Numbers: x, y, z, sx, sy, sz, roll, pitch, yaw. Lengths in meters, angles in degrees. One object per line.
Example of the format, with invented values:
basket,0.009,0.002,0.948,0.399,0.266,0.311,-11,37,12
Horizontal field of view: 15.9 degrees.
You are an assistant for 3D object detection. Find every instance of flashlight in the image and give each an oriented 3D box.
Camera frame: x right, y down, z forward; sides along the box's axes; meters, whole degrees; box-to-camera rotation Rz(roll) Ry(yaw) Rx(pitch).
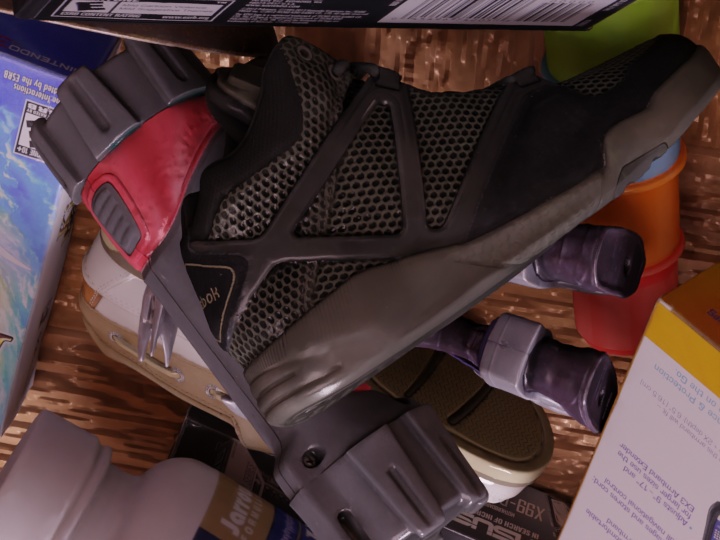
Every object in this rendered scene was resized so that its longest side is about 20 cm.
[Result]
flashlight,-0.032,0.011,0.889,0.068,0.068,0.200,-40,79,8

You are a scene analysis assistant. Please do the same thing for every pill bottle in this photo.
pill bottle,-0.062,0.144,1.008,0.200,0.120,0.120,32,124,-7

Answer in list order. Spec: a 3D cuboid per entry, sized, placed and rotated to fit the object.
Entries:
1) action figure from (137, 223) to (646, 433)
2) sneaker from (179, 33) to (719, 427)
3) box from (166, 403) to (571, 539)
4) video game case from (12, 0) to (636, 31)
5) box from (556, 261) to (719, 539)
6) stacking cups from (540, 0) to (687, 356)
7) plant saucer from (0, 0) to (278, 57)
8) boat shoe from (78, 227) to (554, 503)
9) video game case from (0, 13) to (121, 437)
action figure,0.000,0.000,0.945,0.199,0.069,0.131,16,92,19
sneaker,0.023,-0.046,0.847,0.114,0.199,0.076,57,163,3
box,0.001,0.143,1.094,0.199,0.050,0.158,23,125,-1
video game case,0.017,-0.104,0.745,0.199,0.026,0.181,-1,171,-22
box,0.132,0.107,0.932,0.119,0.041,0.200,42,140,24
stacking cups,0.088,-0.058,0.935,0.060,0.061,0.201,4,124,12
plant saucer,-0.122,-0.111,0.887,0.199,0.200,0.032,14,97,5
boat shoe,-0.019,0.038,1.021,0.200,0.075,0.069,31,127,6
video game case,-0.213,-0.043,1.030,0.199,0.046,0.182,20,126,1
